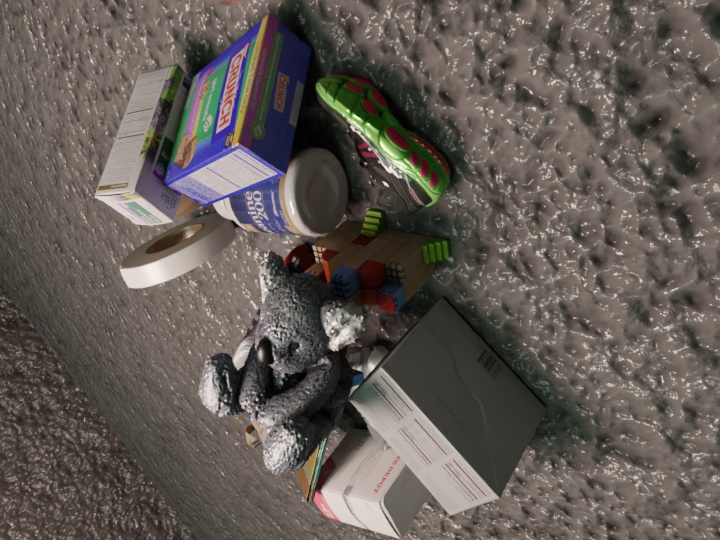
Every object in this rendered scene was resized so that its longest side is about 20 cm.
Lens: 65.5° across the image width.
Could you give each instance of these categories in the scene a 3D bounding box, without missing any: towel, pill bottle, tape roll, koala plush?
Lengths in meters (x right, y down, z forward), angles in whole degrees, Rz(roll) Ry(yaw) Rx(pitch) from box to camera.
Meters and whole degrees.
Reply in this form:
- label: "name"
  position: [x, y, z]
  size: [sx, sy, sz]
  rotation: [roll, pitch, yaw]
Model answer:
- label: "towel"
  position: [-0.082, 0.273, 0.984]
  size: [0.147, 0.021, 0.206]
  rotation: [-135, 57, -66]
- label: "pill bottle"
  position: [-0.121, -0.109, 0.779]
  size: [0.196, 0.111, 0.114]
  rotation: [7, 125, 41]
- label: "tape roll"
  position: [-0.305, -0.038, 0.943]
  size: [0.199, 0.202, 0.038]
  rotation: [0, 121, 43]
- label: "koala plush"
  position: [-0.078, 0.087, 0.670]
  size: [0.175, 0.182, 0.205]
  rotation: [30, 127, 26]

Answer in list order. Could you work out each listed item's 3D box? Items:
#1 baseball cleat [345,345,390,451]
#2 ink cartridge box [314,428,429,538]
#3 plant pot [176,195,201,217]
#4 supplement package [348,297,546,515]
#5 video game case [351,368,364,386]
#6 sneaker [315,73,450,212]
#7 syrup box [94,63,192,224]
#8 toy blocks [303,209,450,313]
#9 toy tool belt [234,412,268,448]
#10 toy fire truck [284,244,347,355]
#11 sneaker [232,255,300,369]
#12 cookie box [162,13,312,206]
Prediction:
- label: "baseball cleat"
  position: [0.008, 0.205, 0.912]
  size: [0.103, 0.070, 0.206]
  rotation: [1, 116, 8]
- label: "ink cartridge box"
  position: [0.023, 0.359, 0.967]
  size: [0.197, 0.146, 0.084]
  rotation: [-12, 114, 48]
- label: "plant pot"
  position: [-0.286, -0.162, 0.884]
  size: [0.197, 0.206, 0.092]
  rotation: [23, 174, 30]
- label: "supplement package"
  position: [0.112, 0.174, 0.730]
  size: [0.200, 0.155, 0.111]
  rotation: [47, 140, 5]
- label: "video game case"
  position: [-0.101, 0.164, 0.845]
  size: [0.198, 0.140, 0.018]
  rotation: [1, 102, 59]
- label: "sneaker"
  position: [0.014, -0.145, 0.649]
  size: [0.201, 0.076, 0.084]
  rotation: [48, 137, 6]
- label: "syrup box"
  position: [-0.283, -0.173, 0.777]
  size: [0.079, 0.206, 0.079]
  rotation: [-2, 156, 25]
- label: "toy blocks"
  position: [0.000, 0.000, 0.724]
  size: [0.196, 0.136, 0.103]
  rotation: [13, 129, 37]
- label: "toy tool belt"
  position: [-0.156, 0.235, 0.971]
  size: [0.198, 0.123, 0.126]
  rotation: [-5, 112, 60]
- label: "toy fire truck"
  position: [-0.068, 0.070, 0.914]
  size: [0.201, 0.048, 0.141]
  rotation: [51, 143, 3]
- label: "sneaker"
  position: [-0.132, 0.068, 0.836]
  size: [0.074, 0.116, 0.200]
  rotation: [19, 131, -32]
- label: "cookie box"
  position: [-0.159, -0.192, 0.709]
  size: [0.074, 0.177, 0.197]
  rotation: [24, 158, -39]
